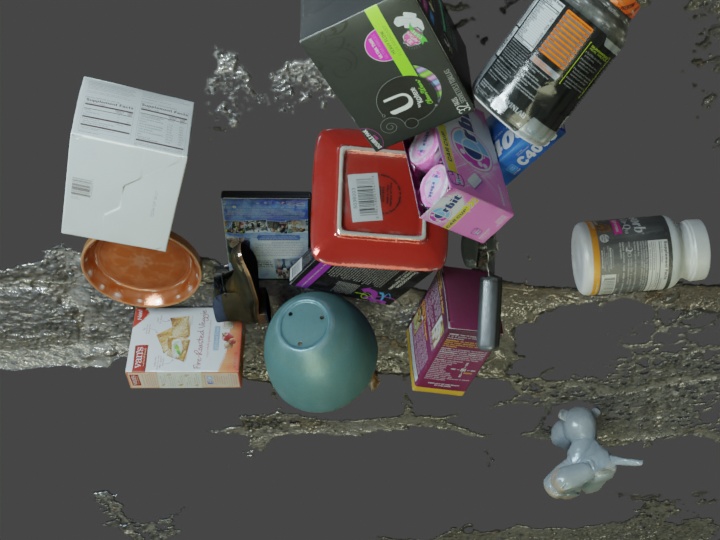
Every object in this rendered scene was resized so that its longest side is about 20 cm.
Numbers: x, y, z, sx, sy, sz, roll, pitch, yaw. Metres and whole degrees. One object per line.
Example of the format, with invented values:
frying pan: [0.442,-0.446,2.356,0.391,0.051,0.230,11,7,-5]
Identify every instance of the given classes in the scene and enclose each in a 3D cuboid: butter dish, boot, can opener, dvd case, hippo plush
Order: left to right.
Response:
boot: [-0.209,0.031,1.473,0.095,0.076,0.202,-8,143,3]
dvd case: [-0.147,-0.053,1.448,0.139,0.018,0.202,0,140,-3]
butter dish: [0.022,-0.087,1.309,0.194,0.205,0.148,4,165,-7]
can opener: [0.192,0.024,1.437,0.065,0.205,0.053,3,180,19]
hippo plush: [0.444,0.369,1.864,0.156,0.164,0.201,-5,152,-22]

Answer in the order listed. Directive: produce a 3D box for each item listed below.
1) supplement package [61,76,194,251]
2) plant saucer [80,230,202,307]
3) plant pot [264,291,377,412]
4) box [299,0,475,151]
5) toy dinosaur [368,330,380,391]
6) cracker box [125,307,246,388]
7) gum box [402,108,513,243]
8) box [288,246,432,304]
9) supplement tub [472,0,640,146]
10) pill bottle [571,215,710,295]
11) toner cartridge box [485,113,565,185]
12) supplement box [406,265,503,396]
supplement package: [-0.327,-0.143,1.256,0.152,0.113,0.201,10,139,-15]
plant saucer: [-0.359,-0.011,1.482,0.195,0.033,0.202,-1,140,-1]
plant pot: [-0.079,0.117,1.494,0.195,0.204,0.135,-8,152,9]
box: [0.034,-0.276,1.096,0.146,0.126,0.200,-20,139,21]
toy dinosaur: [-0.012,0.168,1.708,0.105,0.061,0.201,-28,146,-7]
cracker box: [-0.303,0.135,1.579,0.195,0.136,0.058,-1,142,-1]
gum box: [0.123,-0.148,1.200,0.112,0.203,0.066,18,136,-32]
box: [0.000,0.000,1.469,0.196,0.037,0.143,14,150,-26]
supplement tub: [0.236,-0.263,1.086,0.121,0.123,0.201,26,112,-30]
pill bottle: [0.440,-0.026,1.422,0.195,0.118,0.118,-5,141,3]
toner cartridge box: [0.195,-0.171,1.253,0.043,0.096,0.200,23,135,-26]
supplement box: [0.159,0.108,1.566,0.101,0.133,0.202,8,141,-13]
